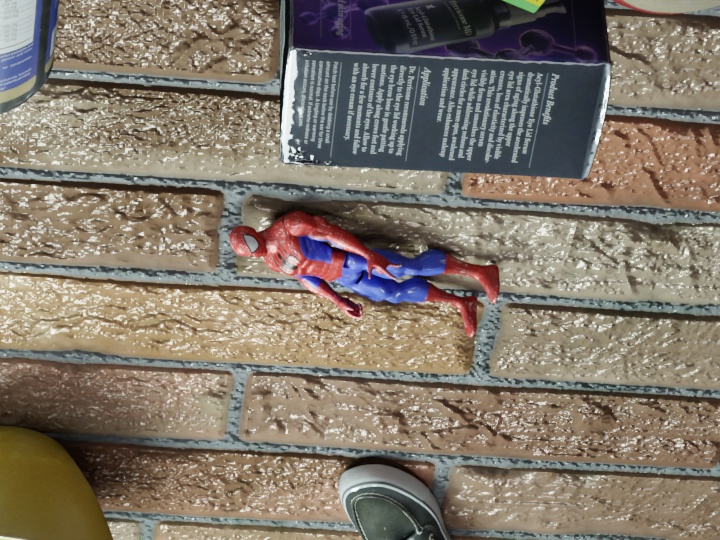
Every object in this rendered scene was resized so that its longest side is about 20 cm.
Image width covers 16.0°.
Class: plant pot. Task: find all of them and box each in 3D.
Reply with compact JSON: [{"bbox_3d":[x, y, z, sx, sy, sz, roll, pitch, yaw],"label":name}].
[{"bbox_3d":[-0.279,0.208,1.998,0.199,0.143,0.201,-1,138,-1],"label":"plant pot"}]

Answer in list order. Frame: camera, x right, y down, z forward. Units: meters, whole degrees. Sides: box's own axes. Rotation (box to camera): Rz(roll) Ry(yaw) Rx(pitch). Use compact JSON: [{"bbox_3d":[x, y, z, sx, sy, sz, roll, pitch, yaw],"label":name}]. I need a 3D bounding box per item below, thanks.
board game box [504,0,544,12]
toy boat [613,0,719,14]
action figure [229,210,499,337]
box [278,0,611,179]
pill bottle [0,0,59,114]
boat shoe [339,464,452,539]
[{"bbox_3d":[0.021,-0.239,1.500,0.199,0.135,0.029,20,135,-22],"label":"board game box"},{"bbox_3d":[0.210,-0.228,1.537,0.199,0.131,0.131,-19,97,-15],"label":"toy boat"},{"bbox_3d":[0.000,0.000,1.842,0.199,0.052,0.066,16,140,-16],"label":"action figure"},{"bbox_3d":[0.049,-0.147,1.597,0.199,0.149,0.105,1,138,-5],"label":"box"},{"bbox_3d":[-0.235,-0.198,1.557,0.111,0.112,0.201,5,138,-7],"label":"pill bottle"},{"bbox_3d":[0.042,0.230,2.096,0.068,0.057,0.200,-18,137,18],"label":"boat shoe"}]
